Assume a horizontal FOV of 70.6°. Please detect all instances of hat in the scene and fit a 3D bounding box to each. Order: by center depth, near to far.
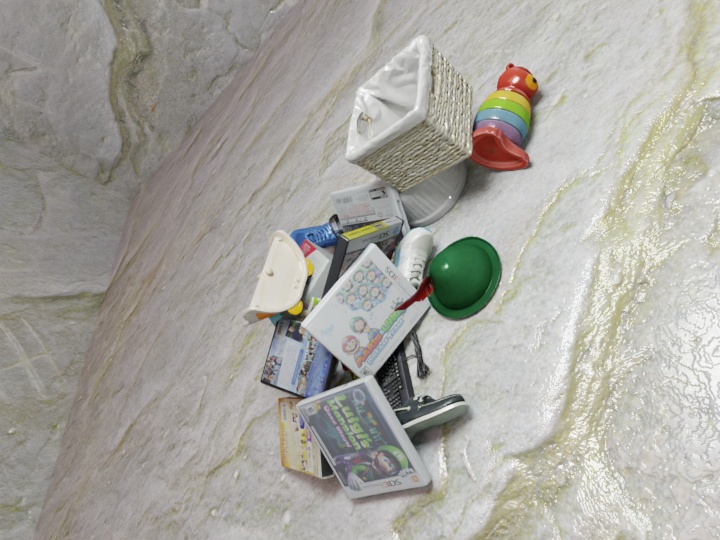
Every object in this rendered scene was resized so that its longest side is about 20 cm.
[{"bbox_3d":[0.139,-0.015,0.914,0.166,0.176,0.200,-47,38,17],"label":"hat"}]

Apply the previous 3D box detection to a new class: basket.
[{"bbox_3d":[0.099,-0.292,0.981,0.200,0.161,0.198,-25,49,46],"label":"basket"}]

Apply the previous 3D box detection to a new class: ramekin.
[{"bbox_3d":[0.125,-0.207,1.129,0.200,0.105,0.200,-30,45,35],"label":"ramekin"}]

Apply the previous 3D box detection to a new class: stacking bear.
[{"bbox_3d":[0.289,-0.312,1.002,0.114,0.121,0.200,-3,61,61],"label":"stacking bear"}]

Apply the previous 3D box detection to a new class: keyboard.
[{"bbox_3d":[0.075,0.178,0.994,0.127,0.021,0.200,-38,42,27],"label":"keyboard"}]

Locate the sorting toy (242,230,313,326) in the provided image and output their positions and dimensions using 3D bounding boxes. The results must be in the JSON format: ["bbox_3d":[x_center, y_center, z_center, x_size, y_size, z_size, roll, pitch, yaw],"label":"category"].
[{"bbox_3d":[-0.200,0.047,1.109,0.180,0.107,0.200,-33,35,48],"label":"sorting toy"}]

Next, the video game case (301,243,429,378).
[{"bbox_3d":[0.016,0.083,0.951,0.200,0.182,0.024,-50,26,-11],"label":"video game case"}]

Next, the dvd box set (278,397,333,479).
[{"bbox_3d":[-0.115,0.333,1.034,0.200,0.029,0.146,-23,68,57],"label":"dvd box set"}]

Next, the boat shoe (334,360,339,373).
[{"bbox_3d":[-0.084,0.203,1.065,0.200,0.072,0.062,109,166,-54],"label":"boat shoe"}]

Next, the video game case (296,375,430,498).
[{"bbox_3d":[-0.001,0.293,0.876,0.182,0.200,0.023,-29,2,36],"label":"video game case"}]

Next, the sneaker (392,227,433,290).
[{"bbox_3d":[0.100,0.009,1.038,0.081,0.076,0.200,39,107,55],"label":"sneaker"}]

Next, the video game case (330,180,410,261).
[{"bbox_3d":[0.028,-0.104,1.139,0.023,0.182,0.200,-30,18,-37],"label":"video game case"}]

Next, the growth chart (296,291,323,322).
[{"bbox_3d":[-0.068,0.116,1.109,0.200,0.145,0.018,-60,23,4],"label":"growth chart"}]

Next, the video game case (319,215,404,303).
[{"bbox_3d":[0.000,0.000,0.999,0.025,0.181,0.200,34,124,26],"label":"video game case"}]

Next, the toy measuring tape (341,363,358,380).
[{"bbox_3d":[0.003,0.201,1.017,0.074,0.074,0.200,-47,37,17],"label":"toy measuring tape"}]

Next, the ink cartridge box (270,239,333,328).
[{"bbox_3d":[-0.103,0.062,1.180,0.200,0.145,0.145,-56,36,5],"label":"ink cartridge box"}]

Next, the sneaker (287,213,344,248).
[{"bbox_3d":[-0.091,-0.091,1.252,0.111,0.200,0.077,-30,80,33],"label":"sneaker"}]

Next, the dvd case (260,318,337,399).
[{"bbox_3d":[-0.121,0.176,1.013,0.200,0.018,0.143,5,77,45],"label":"dvd case"}]

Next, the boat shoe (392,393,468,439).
[{"bbox_3d":[0.095,0.245,0.874,0.200,0.076,0.060,-34,53,30],"label":"boat shoe"}]
